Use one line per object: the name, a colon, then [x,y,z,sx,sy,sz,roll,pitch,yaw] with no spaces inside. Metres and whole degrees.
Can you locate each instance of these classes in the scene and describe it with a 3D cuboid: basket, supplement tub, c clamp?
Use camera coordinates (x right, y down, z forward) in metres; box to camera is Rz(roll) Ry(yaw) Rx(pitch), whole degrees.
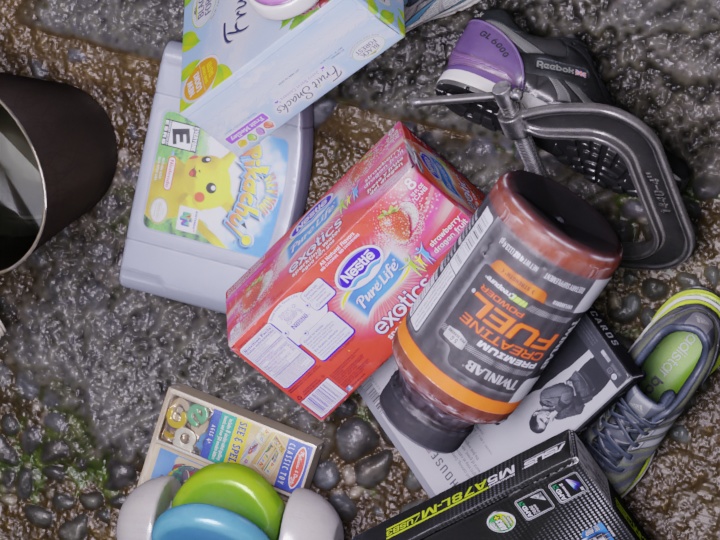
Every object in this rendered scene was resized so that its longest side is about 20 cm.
basket: [-0.273,-0.084,1.689,0.180,0.200,0.136,46,106,7]
supplement tub: [0.093,0.035,1.577,0.107,0.107,0.200,37,114,9]
c clamp: [0.153,-0.068,1.613,0.170,0.027,0.200,-4,136,33]

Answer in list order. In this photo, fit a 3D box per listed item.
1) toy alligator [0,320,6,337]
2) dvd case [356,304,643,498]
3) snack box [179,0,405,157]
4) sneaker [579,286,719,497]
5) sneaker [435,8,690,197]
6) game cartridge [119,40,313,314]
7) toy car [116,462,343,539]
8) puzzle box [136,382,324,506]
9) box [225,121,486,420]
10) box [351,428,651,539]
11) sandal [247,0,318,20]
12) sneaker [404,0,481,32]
toy alligator: [-0.316,-0.043,1.784,0.054,0.059,0.200,-28,88,-24]
dvd case: [0.099,0.082,1.654,0.200,0.025,0.151,-46,67,29]
snack box: [-0.051,-0.206,1.605,0.168,0.200,0.068,-33,128,30]
sneaker: [0.201,0.101,1.640,0.074,0.081,0.200,34,104,10]
sneaker: [0.162,-0.128,1.631,0.200,0.076,0.088,27,74,-4]
game cartridge: [-0.108,-0.068,1.732,0.133,0.040,0.201,13,100,10]
toy car: [-0.111,0.250,1.680,0.174,0.150,0.201,5,97,15]
puzzle box: [-0.120,0.206,1.769,0.133,0.025,0.201,20,101,12]
box: [0.000,0.000,1.661,0.100,0.096,0.200,39,107,-22]
box: [0.124,0.237,1.652,0.193,0.048,0.200,-29,116,14]
sandal: [-0.066,-0.265,1.527,0.082,0.050,0.203,-24,60,9]
sneaker: [0.034,-0.212,1.649,0.200,0.086,0.078,-37,87,16]
